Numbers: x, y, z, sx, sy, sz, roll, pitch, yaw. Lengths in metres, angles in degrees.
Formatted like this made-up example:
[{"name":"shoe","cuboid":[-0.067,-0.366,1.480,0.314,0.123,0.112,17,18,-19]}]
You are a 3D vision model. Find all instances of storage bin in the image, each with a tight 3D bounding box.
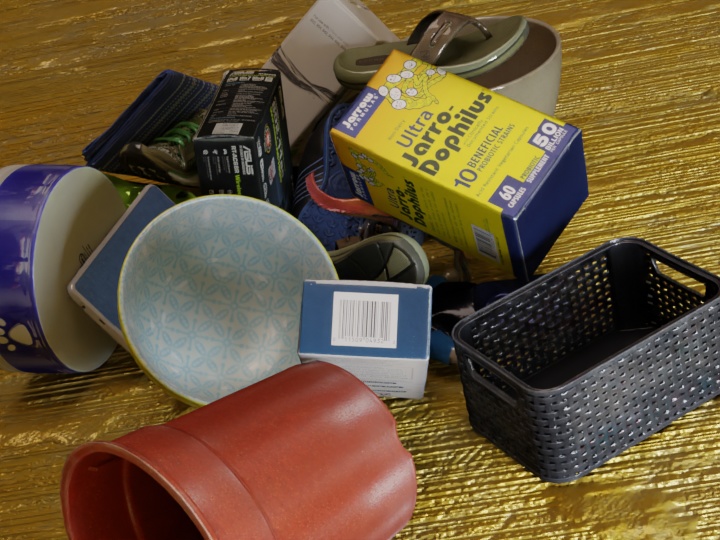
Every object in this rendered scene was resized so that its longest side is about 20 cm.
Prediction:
[{"name":"storage bin","cuboid":[0.190,0.069,1.176,0.200,0.094,0.135,-27,33,-21]}]

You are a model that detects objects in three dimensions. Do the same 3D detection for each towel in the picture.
[{"name":"towel","cuboid":[-0.214,-0.160,1.616,0.145,0.024,0.200,-44,-16,14]}]

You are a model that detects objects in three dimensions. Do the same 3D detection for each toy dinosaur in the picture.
[{"name":"toy dinosaur","cuboid":[0.074,-0.045,1.369,0.181,0.200,0.105,-32,35,35]}]

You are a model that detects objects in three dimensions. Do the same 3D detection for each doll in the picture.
[{"name":"doll","cuboid":[0.098,0.043,1.298,0.199,0.049,0.137,-10,36,7]}]

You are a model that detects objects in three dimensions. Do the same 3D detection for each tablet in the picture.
[{"name":"tablet","cuboid":[-0.200,0.007,1.420,0.014,0.130,0.200,-37,16,34]}]

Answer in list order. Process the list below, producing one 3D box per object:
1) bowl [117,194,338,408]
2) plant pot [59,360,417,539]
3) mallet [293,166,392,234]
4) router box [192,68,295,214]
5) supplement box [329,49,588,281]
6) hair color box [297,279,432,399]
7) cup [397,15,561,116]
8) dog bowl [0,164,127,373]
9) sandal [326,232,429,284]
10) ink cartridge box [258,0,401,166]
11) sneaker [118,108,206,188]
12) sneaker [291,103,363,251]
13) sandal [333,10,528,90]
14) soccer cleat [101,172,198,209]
[{"name":"bowl","cuboid":[-0.124,0.043,1.310,0.200,0.200,0.108,-28,-10,-22]},{"name":"plant pot","cuboid":[-0.076,0.169,1.036,0.200,0.201,0.195,17,34,41]},{"name":"mallet","cuboid":[-0.021,-0.068,1.549,0.200,0.041,0.066,14,42,32]},{"name":"router box","cuboid":[-0.108,-0.079,1.435,0.062,0.200,0.150,-1,32,8]},{"name":"supplement box","cuboid":[0.090,-0.096,1.302,0.200,0.110,0.109,27,69,26]},{"name":"hair color box","cuboid":[0.006,0.058,1.164,0.100,0.200,0.061,3,76,2]},{"name":"cup","cuboid":[0.123,-0.166,1.542,0.200,0.144,0.200,-10,31,6]},{"name":"dog bowl","cuboid":[-0.295,-0.002,1.382,0.079,0.200,0.200,0,33,19]},{"name":"sandal","cuboid":[0.001,0.001,1.345,0.201,0.080,0.057,-9,25,49]},{"name":"ink cartridge box","cuboid":[-0.056,-0.204,1.595,0.200,0.084,0.145,-48,-3,14]},{"name":"sneaker","cuboid":[-0.196,-0.137,1.590,0.077,0.089,0.200,12,2,23]},{"name":"sneaker","cuboid":[-0.035,-0.070,1.488,0.070,0.078,0.200,20,69,-14]},{"name":"sandal","cuboid":[0.069,-0.227,1.451,0.200,0.057,0.080,-9,31,5]},{"name":"soccer cleat","cuboid":[-0.233,-0.061,1.590,0.200,0.081,0.068,18,75,16]}]
